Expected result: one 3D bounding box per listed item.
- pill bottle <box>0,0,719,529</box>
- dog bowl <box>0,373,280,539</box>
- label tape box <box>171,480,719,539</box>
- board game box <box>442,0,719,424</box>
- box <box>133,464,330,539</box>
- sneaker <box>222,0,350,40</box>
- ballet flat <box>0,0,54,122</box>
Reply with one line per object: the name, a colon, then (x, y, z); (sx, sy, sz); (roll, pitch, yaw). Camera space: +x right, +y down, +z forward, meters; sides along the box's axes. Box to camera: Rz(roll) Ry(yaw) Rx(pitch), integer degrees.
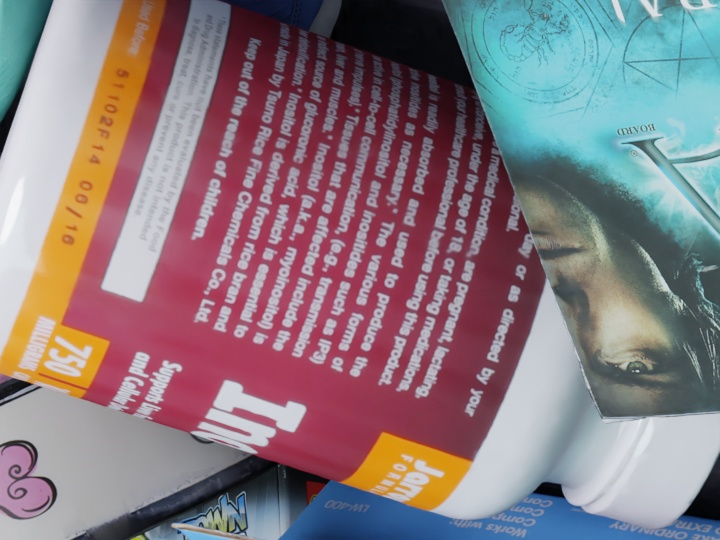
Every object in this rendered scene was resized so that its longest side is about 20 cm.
pill bottle: (0.000, 0.000, 0.704); (0.200, 0.113, 0.113); (18, 139, -8)
dog bowl: (-0.108, 0.052, 0.812); (0.200, 0.200, 0.074); (-21, 93, 45)
label tape box: (0.058, 0.107, 0.775); (0.144, 0.063, 0.200); (6, 149, 33)
board game box: (0.122, -0.035, 0.577); (0.200, 0.028, 0.135); (-7, 115, 35)
box: (-0.075, 0.143, 0.915); (0.035, 0.110, 0.200); (13, 156, -39)
sneaker: (-0.059, -0.129, 0.698); (0.076, 0.077, 0.200); (3, 129, 33)
ballet flat: (-0.105, -0.129, 0.731); (0.067, 0.070, 0.200); (23, 127, 47)
